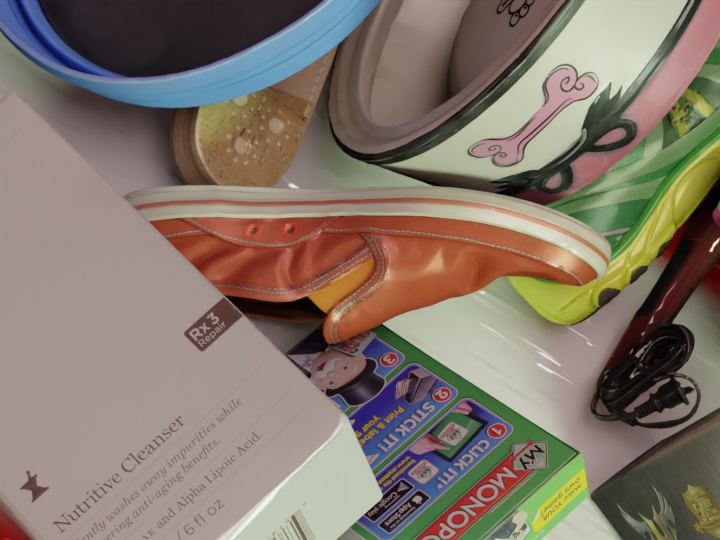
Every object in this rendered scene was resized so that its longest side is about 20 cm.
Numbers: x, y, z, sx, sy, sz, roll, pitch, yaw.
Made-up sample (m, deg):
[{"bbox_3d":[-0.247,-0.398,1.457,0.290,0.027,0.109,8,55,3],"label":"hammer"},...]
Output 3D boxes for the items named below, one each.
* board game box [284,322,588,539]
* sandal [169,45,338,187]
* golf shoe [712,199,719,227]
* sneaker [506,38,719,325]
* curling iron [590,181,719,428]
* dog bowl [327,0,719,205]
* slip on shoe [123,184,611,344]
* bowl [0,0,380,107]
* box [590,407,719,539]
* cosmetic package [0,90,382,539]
[{"bbox_3d":[-0.029,0.108,0.956,0.200,0.029,0.135,-39,50,-22],"label":"board game box"},{"bbox_3d":[-0.015,-0.127,1.037,0.078,0.070,0.212,30,66,-33],"label":"sandal"},{"bbox_3d":[0.184,-0.059,1.016,0.091,0.075,0.200,-10,64,26],"label":"golf shoe"},{"bbox_3d":[0.123,-0.070,1.071,0.084,0.074,0.200,41,67,-6],"label":"sneaker"},{"bbox_3d":[0.161,-0.016,1.062,0.200,0.050,0.026,-58,137,-10],"label":"curling iron"},{"bbox_3d":[0.077,-0.112,1.012,0.074,0.200,0.200,35,66,-24],"label":"dog bowl"},{"bbox_3d":[0.000,0.000,0.997,0.200,0.074,0.061,0,79,6],"label":"slip on shoe"},{"bbox_3d":[-0.064,-0.156,1.006,0.201,0.039,0.201,-9,64,18],"label":"bowl"},{"bbox_3d":[0.189,0.116,0.966,0.048,0.200,0.158,-34,86,-26],"label":"box"},{"bbox_3d":[-0.100,0.042,0.921,0.113,0.081,0.200,-43,66,-11],"label":"cosmetic package"}]
